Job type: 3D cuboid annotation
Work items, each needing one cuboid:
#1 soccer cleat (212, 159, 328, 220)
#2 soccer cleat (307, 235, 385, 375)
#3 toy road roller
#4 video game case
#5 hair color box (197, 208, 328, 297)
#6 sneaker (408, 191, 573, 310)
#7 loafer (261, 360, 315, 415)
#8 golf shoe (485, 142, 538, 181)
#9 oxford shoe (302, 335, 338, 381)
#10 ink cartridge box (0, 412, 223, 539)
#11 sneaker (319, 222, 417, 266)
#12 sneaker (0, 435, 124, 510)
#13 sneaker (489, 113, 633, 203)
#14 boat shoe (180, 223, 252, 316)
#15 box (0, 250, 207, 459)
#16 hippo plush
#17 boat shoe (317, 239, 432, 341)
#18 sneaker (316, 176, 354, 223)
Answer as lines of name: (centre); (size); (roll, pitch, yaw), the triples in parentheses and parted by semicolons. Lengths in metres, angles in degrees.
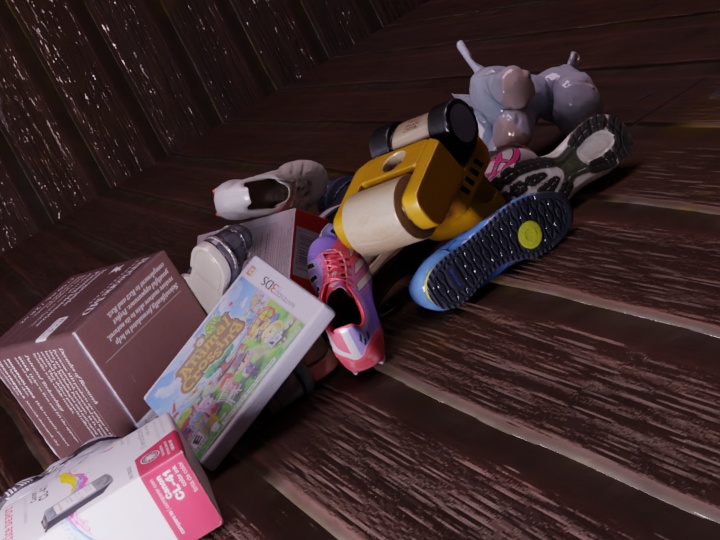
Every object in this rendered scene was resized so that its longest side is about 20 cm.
soccer cleat: (-0.101, -0.100, 1.858); (0.077, 0.070, 0.199); (-6, 8, 43)
soccer cleat: (-0.020, 0.020, 1.523); (0.066, 0.077, 0.201); (-22, 44, 5)
toy road roller: (0.077, -0.076, 1.579); (0.122, 0.146, 0.201); (-17, 34, 42)
video game case: (-0.130, 0.090, 1.509); (0.201, 0.022, 0.182); (-52, 32, -4)
hair color box: (-0.131, -0.002, 1.853); (0.064, 0.112, 0.199); (19, -22, -42)
sneaker: (0.135, -0.026, 1.555); (0.199, 0.066, 0.078); (-33, 12, -15)
loafer: (-0.131, 0.121, 1.550); (0.199, 0.072, 0.063); (-6, 33, 51)
golf shoe: (0.161, -0.091, 1.747); (0.092, 0.073, 0.199); (40, 43, 26)
oxford shoe: (-0.095, 0.079, 1.603); (0.071, 0.074, 0.199); (-37, 17, -29)
ink cartridge box: (-0.236, 0.230, 1.344); (0.199, 0.086, 0.148); (-29, 15, -8)
sneaker: (0.057, -0.046, 1.763); (0.198, 0.081, 0.115); (-29, 26, -17)
sneaker: (-0.282, 0.226, 1.452); (0.114, 0.076, 0.200); (-16, 16, 47)
sneaker: (0.222, -0.100, 1.678); (0.199, 0.077, 0.089); (-30, -11, -7)
boat shoe: (-0.160, 0.005, 1.654); (0.063, 0.073, 0.200); (-42, -7, -23)
box: (-0.290, 0.101, 1.687); (0.199, 0.165, 0.166); (-13, 25, 45)
hippo plush: (0.227, -0.203, 1.903); (0.159, 0.161, 0.200); (-2, 20, -17)
boat shoe: (0.000, 0.000, 1.638); (0.065, 0.072, 0.200); (32, 62, 25)
sneaker: (-0.033, -0.069, 1.950); (0.202, 0.078, 0.145); (-31, 22, -36)
